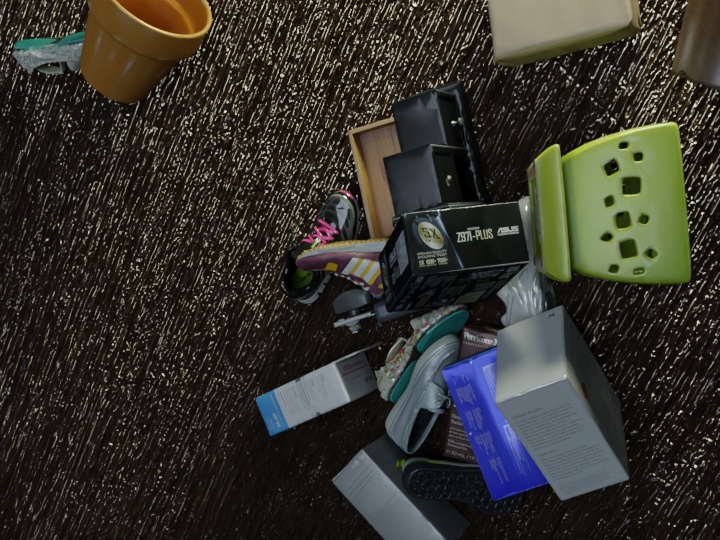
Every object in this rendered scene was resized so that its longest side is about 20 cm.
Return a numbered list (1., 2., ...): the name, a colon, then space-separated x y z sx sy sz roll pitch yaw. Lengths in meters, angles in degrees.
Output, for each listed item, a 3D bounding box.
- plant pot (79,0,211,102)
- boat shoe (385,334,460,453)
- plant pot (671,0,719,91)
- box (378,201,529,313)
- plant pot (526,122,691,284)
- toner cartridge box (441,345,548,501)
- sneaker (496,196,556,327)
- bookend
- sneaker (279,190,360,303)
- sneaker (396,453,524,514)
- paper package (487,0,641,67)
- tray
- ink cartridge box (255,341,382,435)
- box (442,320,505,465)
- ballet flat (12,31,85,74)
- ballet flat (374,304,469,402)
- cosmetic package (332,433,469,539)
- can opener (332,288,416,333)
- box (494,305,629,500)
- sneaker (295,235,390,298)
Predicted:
1. plant pot: -0.371 -0.385 1.619 0.201 0.199 0.184 49 127 12
2. boat shoe: 0.109 0.193 1.501 0.072 0.069 0.203 48 120 40
3. plant pot: 0.490 -0.326 1.231 0.197 0.200 0.202 22 111 21
4. box: 0.122 -0.015 1.352 0.160 0.200 0.088 -6 75 -10
5. plant pot: 0.317 -0.079 1.295 0.178 0.199 0.205 -5 91 6
6. toner cartridge box: 0.198 0.216 1.409 0.094 0.043 0.203 -22 87 21
7. sneaker: 0.228 -0.005 1.436 0.098 0.077 0.205 -1 92 30
8. bookend: 0.100 -0.172 1.409 0.091 0.198 0.204 -13 89 23
9. sneaker: -0.068 -0.033 1.558 0.073 0.087 0.202 35 107 17
10. sneaker: 0.153 0.311 1.501 0.196 0.083 0.073 14 103 -5
11. paper package: 0.274 -0.400 1.361 0.197 0.103 0.195 -9 92 25
12. tray: 0.051 -0.129 1.525 0.097 0.037 0.204 -12 89 25
13. ink cartridge box: -0.052 0.186 1.556 0.198 0.115 0.068 -26 84 24
14. box: 0.192 0.186 1.471 0.098 0.075 0.204 11 97 22
15. ballet flat: -0.531 -0.387 1.757 0.196 0.071 0.073 1 95 26
16. ballet flat: 0.086 0.114 1.516 0.201 0.075 0.064 -52 51 15
17. cosmetic package: 0.065 0.361 1.526 0.200 0.106 0.090 48 111 15
18. can opener: 0.040 0.051 1.536 0.197 0.052 0.068 -15 88 25
19. box: 0.275 0.181 1.345 0.105 0.153 0.201 -24 118 24
20. sneaker: 0.000 0.000 1.485 0.196 0.075 0.092 -7 95 11
